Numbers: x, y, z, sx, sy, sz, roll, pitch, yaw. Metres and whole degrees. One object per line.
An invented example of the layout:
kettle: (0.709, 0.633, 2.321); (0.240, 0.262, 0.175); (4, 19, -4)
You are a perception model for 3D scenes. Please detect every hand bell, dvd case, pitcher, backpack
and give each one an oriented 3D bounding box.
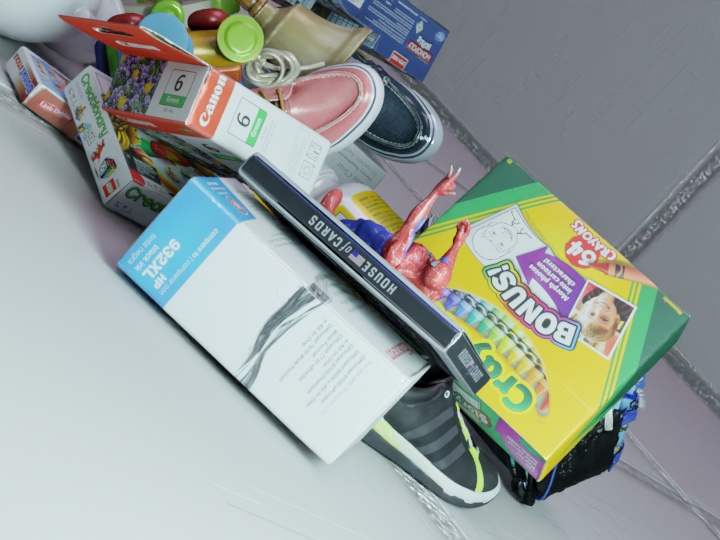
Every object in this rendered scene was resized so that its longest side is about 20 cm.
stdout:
hand bell: (-0.098, -0.239, 1.746); (0.200, 0.104, 0.104); (40, 9, -4)
dvd case: (0.006, 0.004, 1.403); (0.200, 0.025, 0.150); (42, -3, 18)
pitcher: (-0.248, -0.227, 1.626); (0.171, 0.121, 0.200); (41, -2, 16)
backpack: (0.162, 0.070, 1.698); (0.134, 0.201, 0.183); (-16, 46, -28)

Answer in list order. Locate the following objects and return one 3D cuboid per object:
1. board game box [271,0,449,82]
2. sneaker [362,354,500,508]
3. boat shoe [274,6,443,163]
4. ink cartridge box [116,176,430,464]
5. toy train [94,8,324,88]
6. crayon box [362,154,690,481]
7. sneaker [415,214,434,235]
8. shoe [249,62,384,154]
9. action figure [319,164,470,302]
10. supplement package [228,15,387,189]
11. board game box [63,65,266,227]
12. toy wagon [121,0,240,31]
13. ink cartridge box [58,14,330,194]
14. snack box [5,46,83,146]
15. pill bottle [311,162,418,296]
board game box: (-0.044, -0.275, 1.889); (0.199, 0.062, 0.200); (31, 3, 33)
sneaker: (0.056, 0.111, 1.488); (0.200, 0.083, 0.072); (36, 12, -39)
boat shoe: (-0.015, -0.172, 1.835); (0.200, 0.071, 0.091); (39, 7, 26)
ink cartridge box: (-0.056, 0.032, 1.361); (0.200, 0.084, 0.145); (43, 6, 5)
toy train: (-0.104, -0.177, 1.576); (0.116, 0.199, 0.085); (162, -79, -68)
crayon box: (0.129, 0.035, 1.556); (0.200, 0.172, 0.058); (42, -22, 15)
sneaker: (0.050, -0.010, 1.927); (0.070, 0.109, 0.200); (41, 9, -16)
shoe: (-0.081, -0.125, 1.670); (0.091, 0.199, 0.072); (9, 62, -67)
action figure: (0.039, -0.035, 1.488); (0.065, 0.099, 0.200); (43, -2, -26)
supplement package: (-0.092, -0.135, 1.882); (0.200, 0.111, 0.156); (39, 9, -18)
board game box: (-0.138, -0.069, 1.531); (0.200, 0.035, 0.127); (29, 29, -47)
toy wagon: (-0.196, -0.251, 1.845); (0.199, 0.040, 0.155); (0, 20, -8)
ink cartridge box: (-0.128, -0.120, 1.439); (0.109, 0.051, 0.200); (14, -11, 47)
snack box: (-0.196, -0.104, 1.571); (0.200, 0.024, 0.072); (37, 13, -36)
pill bottle: (0.000, 0.000, 1.659); (0.200, 0.112, 0.112); (46, 10, 17)
